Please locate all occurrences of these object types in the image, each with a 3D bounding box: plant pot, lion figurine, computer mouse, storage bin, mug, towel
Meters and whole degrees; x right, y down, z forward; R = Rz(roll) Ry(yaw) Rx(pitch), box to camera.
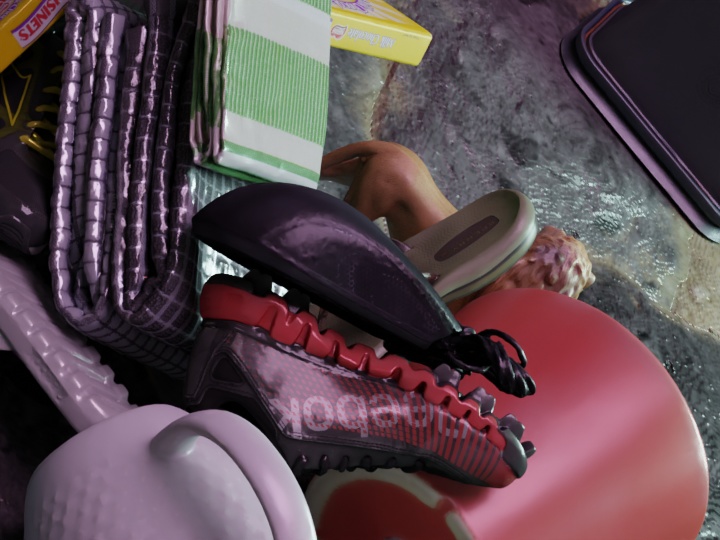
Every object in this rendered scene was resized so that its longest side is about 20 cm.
[{"bbox_3d":[0.073,0.132,1.592,0.177,0.200,0.201,-32,85,-44],"label":"plant pot"},{"bbox_3d":[0.043,-0.025,1.736,0.200,0.122,0.073,38,38,-17],"label":"lion figurine"},{"bbox_3d":[0.000,0.000,1.481,0.200,0.138,0.053,30,84,-28],"label":"computer mouse"},{"bbox_3d":[0.279,-0.149,2.090,0.200,0.134,0.146,51,36,-2],"label":"storage bin"},{"bbox_3d":[-0.082,0.151,1.388,0.147,0.200,0.176,-16,65,-36],"label":"mug"},{"bbox_3d":[-0.053,-0.147,1.522,0.152,0.023,0.201,15,74,-66],"label":"towel"},{"bbox_3d":[-0.096,-0.047,1.546,0.166,0.085,0.201,30,61,-62],"label":"towel"}]

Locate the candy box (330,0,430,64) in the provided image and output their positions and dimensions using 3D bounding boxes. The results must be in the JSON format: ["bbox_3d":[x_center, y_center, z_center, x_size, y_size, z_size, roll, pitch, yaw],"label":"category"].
[{"bbox_3d":[-0.048,-0.169,1.664,0.102,0.026,0.200,39,17,28],"label":"candy box"}]

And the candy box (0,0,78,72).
[{"bbox_3d":[-0.177,-0.176,1.563,0.200,0.102,0.026,-46,124,-18],"label":"candy box"}]

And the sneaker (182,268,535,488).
[{"bbox_3d":[-0.007,0.080,1.468,0.200,0.071,0.098,26,78,-7],"label":"sneaker"}]

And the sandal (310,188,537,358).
[{"bbox_3d":[0.015,0.004,1.657,0.080,0.201,0.057,37,-21,51],"label":"sandal"}]

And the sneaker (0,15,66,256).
[{"bbox_3d":[-0.182,-0.089,1.552,0.074,0.085,0.200,35,27,-24],"label":"sneaker"}]

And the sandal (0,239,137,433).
[{"bbox_3d":[-0.195,0.027,1.487,0.203,0.050,0.082,50,12,25],"label":"sandal"}]
